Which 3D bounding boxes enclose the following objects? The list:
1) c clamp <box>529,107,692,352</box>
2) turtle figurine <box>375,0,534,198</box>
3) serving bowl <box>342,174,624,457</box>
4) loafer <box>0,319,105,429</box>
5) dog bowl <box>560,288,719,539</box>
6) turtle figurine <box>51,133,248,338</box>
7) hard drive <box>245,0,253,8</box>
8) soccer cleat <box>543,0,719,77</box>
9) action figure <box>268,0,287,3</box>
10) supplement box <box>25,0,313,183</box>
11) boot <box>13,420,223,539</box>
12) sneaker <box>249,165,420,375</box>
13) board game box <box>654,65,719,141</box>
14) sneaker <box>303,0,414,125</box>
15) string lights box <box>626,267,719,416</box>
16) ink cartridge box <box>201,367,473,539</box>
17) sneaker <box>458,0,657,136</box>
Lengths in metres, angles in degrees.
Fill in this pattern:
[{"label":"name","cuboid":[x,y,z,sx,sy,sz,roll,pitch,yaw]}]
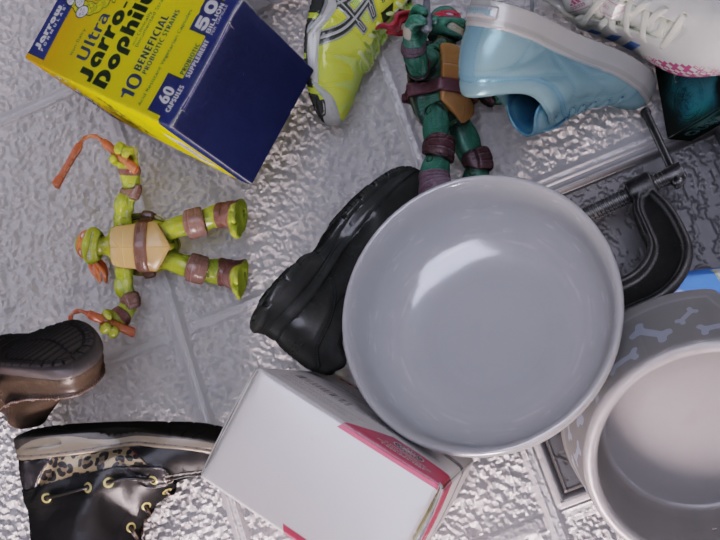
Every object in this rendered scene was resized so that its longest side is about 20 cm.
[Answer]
[{"label":"c clamp","cuboid":[0.170,-0.019,0.749,0.198,0.027,0.172,-30,44,13]},{"label":"turtle figurine","cuboid":[0.081,-0.147,0.781,0.148,0.100,0.204,3,80,-31]},{"label":"serving bowl","cuboid":[0.089,0.037,0.688,0.197,0.066,0.203,-8,65,18]},{"label":"loafer","cuboid":[-0.265,0.089,0.794,0.198,0.073,0.072,-6,112,46]},{"label":"dog bowl","cuboid":[0.241,0.117,0.673,0.196,0.059,0.203,3,112,7]},{"label":"turtle figurine","cuboid":[-0.176,-0.011,0.821,0.158,0.064,0.204,2,89,6]},{"label":"hard drive","cuboid":[-0.153,-0.256,0.787,0.131,0.200,0.026,38,89,14]},{"label":"soccer cleat","cuboid":[0.204,-0.193,0.728,0.200,0.085,0.071,43,129,51]},{"label":"action figure","cuboid":[-0.094,-0.308,0.794,0.135,0.147,0.200,-60,32,17]},{"label":"supplement box","cuboid":[-0.158,-0.169,0.789,0.198,0.109,0.110,27,86,35]},{"label":"boot","cuboid":[-0.181,0.202,0.782,0.196,0.073,0.154,0,88,-3]},{"label":"sneaker","cuboid":[0.000,0.000,0.766,0.091,0.076,0.200,42,64,-3]},{"label":"board game box","cuboid":[0.269,-0.219,0.734,0.028,0.135,0.204,0,74,-23]},{"label":"sneaker","cuboid":[0.004,-0.220,0.817,0.075,0.075,0.203,12,84,13]},{"label":"string lights box","cuboid":[0.291,0.049,0.724,0.196,0.059,0.105,-8,80,10]},{"label":"ink cartridge box","cuboid":[-0.005,0.141,0.694,0.145,0.200,0.084,29,90,14]},{"label":"sneaker","cuboid":[0.146,-0.140,0.740,0.074,0.198,0.083,29,105,54]}]
